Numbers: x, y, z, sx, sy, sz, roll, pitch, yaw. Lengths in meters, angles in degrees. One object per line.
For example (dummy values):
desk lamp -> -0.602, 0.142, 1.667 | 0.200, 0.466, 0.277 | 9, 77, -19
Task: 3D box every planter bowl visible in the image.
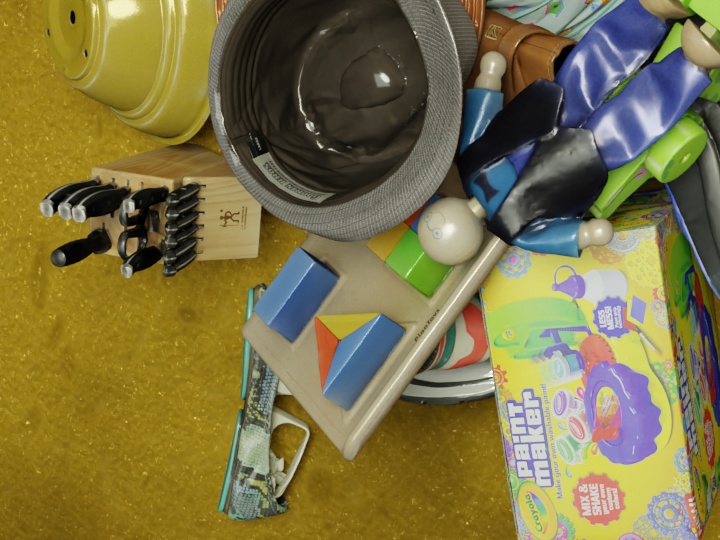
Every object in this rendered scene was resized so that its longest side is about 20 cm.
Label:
planter bowl -> -0.186, -0.193, 1.053 | 0.199, 0.083, 0.203 | 18, 112, 52

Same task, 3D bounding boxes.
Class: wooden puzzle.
wooden puzzle -> 0.000, 0.000, 0.908 | 0.046, 0.200, 0.186 | 33, 95, -32

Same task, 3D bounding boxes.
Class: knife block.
knife block -> -0.169, -0.048, 1.039 | 0.200, 0.174, 0.065 | 29, 117, 58

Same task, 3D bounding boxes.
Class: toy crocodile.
toy crocodile -> 0.191, -0.115, 0.805 | 0.068, 0.061, 0.201 | 44, 110, 26

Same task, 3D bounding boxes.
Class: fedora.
fedora -> 0.002, -0.114, 0.822 | 0.199, 0.090, 0.178 | -36, 81, 40

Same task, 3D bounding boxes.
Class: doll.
doll -> 0.108, -0.077, 0.791 | 0.200, 0.048, 0.137 | -44, 65, 20

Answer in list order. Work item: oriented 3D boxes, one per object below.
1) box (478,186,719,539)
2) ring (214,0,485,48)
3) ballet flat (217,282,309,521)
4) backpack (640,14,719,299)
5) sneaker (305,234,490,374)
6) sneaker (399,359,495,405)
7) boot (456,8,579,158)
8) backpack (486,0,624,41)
box -> 0.171, 0.059, 0.949 | 0.120, 0.192, 0.203 | -6, 99, 23
ring -> -0.014, -0.171, 0.882 | 0.198, 0.019, 0.203 | 8, 106, 28
ballet flat -> -0.071, 0.109, 1.138 | 0.073, 0.074, 0.203 | 15, 108, 19
backpack -> 0.279, -0.080, 0.883 | 0.161, 0.167, 0.202 | -24, 84, 30
sneaker -> 0.030, 0.025, 0.998 | 0.199, 0.092, 0.071 | 28, 112, 55
sneaker -> 0.042, 0.034, 1.050 | 0.198, 0.075, 0.117 | 1, 101, 35
boot -> 0.127, -0.101, 0.924 | 0.077, 0.200, 0.155 | -51, 38, -13
backpack -> 0.140, -0.245, 0.919 | 0.126, 0.168, 0.201 | 23, 117, -31
